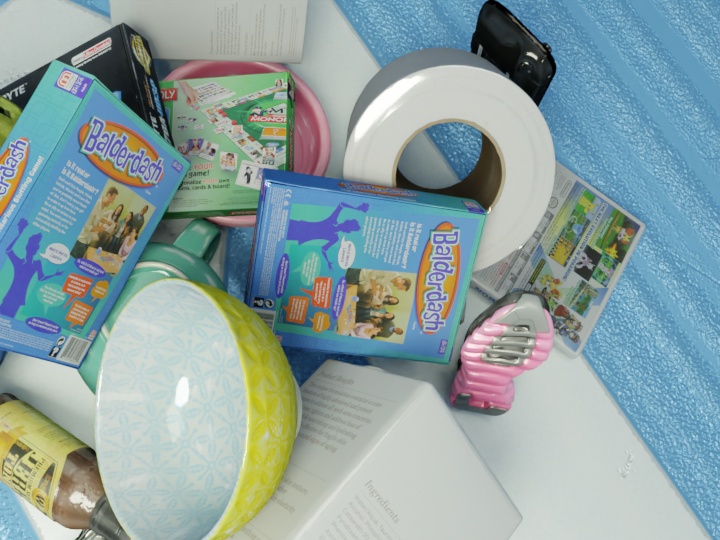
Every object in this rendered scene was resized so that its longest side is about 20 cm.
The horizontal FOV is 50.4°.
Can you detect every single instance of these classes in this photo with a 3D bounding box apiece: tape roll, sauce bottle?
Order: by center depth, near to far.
[{"bbox_3d":[-0.250,0.173,0.645,0.199,0.065,0.065,23,65,24],"label":"sauce bottle"},{"bbox_3d":[0.082,-0.113,0.769,0.200,0.139,0.205,0,112,1],"label":"tape roll"}]

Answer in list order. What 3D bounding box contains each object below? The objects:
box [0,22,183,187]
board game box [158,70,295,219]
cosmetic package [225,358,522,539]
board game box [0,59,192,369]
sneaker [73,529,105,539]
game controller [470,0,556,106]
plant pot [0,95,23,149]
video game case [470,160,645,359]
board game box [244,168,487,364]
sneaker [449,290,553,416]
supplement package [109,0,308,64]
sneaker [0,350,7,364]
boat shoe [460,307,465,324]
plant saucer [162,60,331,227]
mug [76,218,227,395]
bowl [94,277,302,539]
[{"bbox_3d":[-0.279,-0.120,0.737,0.198,0.046,0.160,-21,75,16],"label":"box"},{"bbox_3d":[-0.163,-0.120,0.751,0.198,0.029,0.136,-1,79,10],"label":"board game box"},{"bbox_3d":[-0.009,0.208,0.646,0.200,0.167,0.167,-44,112,-23],"label":"cosmetic package"},{"bbox_3d":[-0.225,-0.033,0.588,0.045,0.152,0.201,25,81,20],"label":"board game box"},{"bbox_3d":[-0.230,0.252,0.664,0.199,0.078,0.086,-22,71,-29],"label":"sneaker"},{"bbox_3d":[0.164,-0.226,0.854,0.042,0.200,0.105,-34,83,-1],"label":"game controller"},{"bbox_3d":[-0.352,-0.051,0.623,0.189,0.200,0.202,-25,74,22],"label":"plant pot"},{"bbox_3d":[0.217,-0.029,0.889,0.182,0.022,0.201,35,66,1],"label":"video game case"},{"bbox_3d":[0.000,0.000,0.694,0.198,0.045,0.154,8,110,-12],"label":"board game box"},{"bbox_3d":[0.134,0.064,0.749,0.078,0.201,0.096,14,56,-1],"label":"sneaker"},{"bbox_3d":[-0.162,-0.326,0.808,0.198,0.153,0.152,-2,47,-14],"label":"supplement package"},{"bbox_3d":[-0.364,0.116,0.656,0.066,0.078,0.200,44,104,9],"label":"sneaker"},{"bbox_3d":[0.023,0.024,0.795,0.198,0.074,0.067,1,71,-13],"label":"boat shoe"},{"bbox_3d":[-0.132,-0.137,0.827,0.198,0.051,0.203,4,71,-11],"label":"plant saucer"},{"bbox_3d":[-0.196,0.036,0.716,0.150,0.114,0.187,-6,73,-15],"label":"mug"},{"bbox_3d":[-0.110,0.108,0.595,0.107,0.199,0.202,7,65,-47],"label":"bowl"}]
